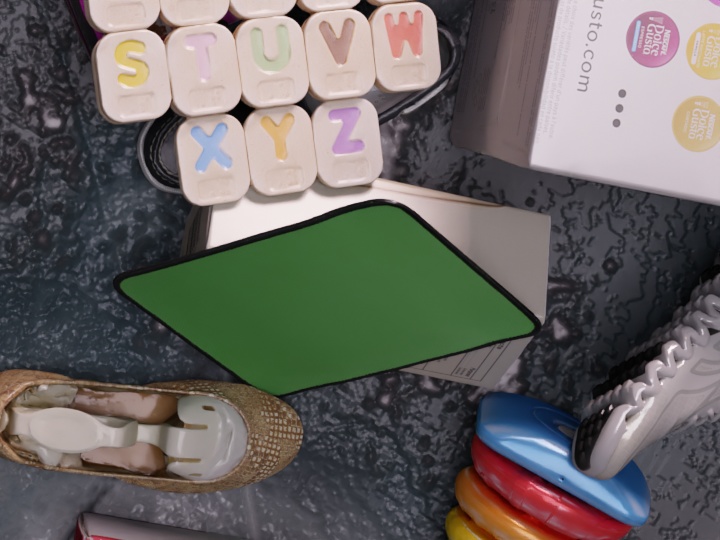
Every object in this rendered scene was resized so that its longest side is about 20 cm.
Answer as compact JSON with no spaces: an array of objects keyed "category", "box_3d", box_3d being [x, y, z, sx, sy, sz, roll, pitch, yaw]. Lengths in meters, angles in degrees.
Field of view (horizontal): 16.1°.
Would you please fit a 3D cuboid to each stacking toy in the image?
[{"category":"stacking toy","box_3d":[0.081,0.182,1.512,0.116,0.110,0.201,28,101,1]}]

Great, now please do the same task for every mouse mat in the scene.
[{"category":"mouse mat","box_3d":[-0.018,0.019,1.419,0.161,0.199,0.008,39,45,-44]}]

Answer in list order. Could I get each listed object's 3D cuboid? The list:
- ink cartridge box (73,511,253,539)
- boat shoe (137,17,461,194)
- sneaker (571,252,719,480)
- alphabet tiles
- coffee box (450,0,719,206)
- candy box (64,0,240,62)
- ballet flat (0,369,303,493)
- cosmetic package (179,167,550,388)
[{"category":"ink cartridge box","box_3d":[-0.112,0.256,1.485,0.145,0.083,0.202,11,93,-11]},{"category":"boat shoe","box_3d":[-0.036,-0.101,1.478,0.199,0.060,0.076,-28,99,-6]},{"category":"sneaker","box_3d":[0.201,0.057,1.456,0.200,0.075,0.081,-43,95,-23]},{"category":"alphabet tiles","box_3d":[-0.053,-0.139,1.400,0.199,0.015,0.197,-8,93,-18]},{"category":"coffee box","box_3d":[0.181,-0.143,1.441,0.196,0.200,0.201,10,93,-11]},{"category":"candy box","box_3d":[-0.085,-0.214,1.442,0.199,0.061,0.137,-23,117,-7]},{"category":"ballet flat","box_3d":[-0.128,0.097,1.477,0.198,0.065,0.071,3,95,-10]},{"category":"cosmetic package","box_3d":[0.000,0.000,1.463,0.199,0.104,0.074,11,62,-12]}]
